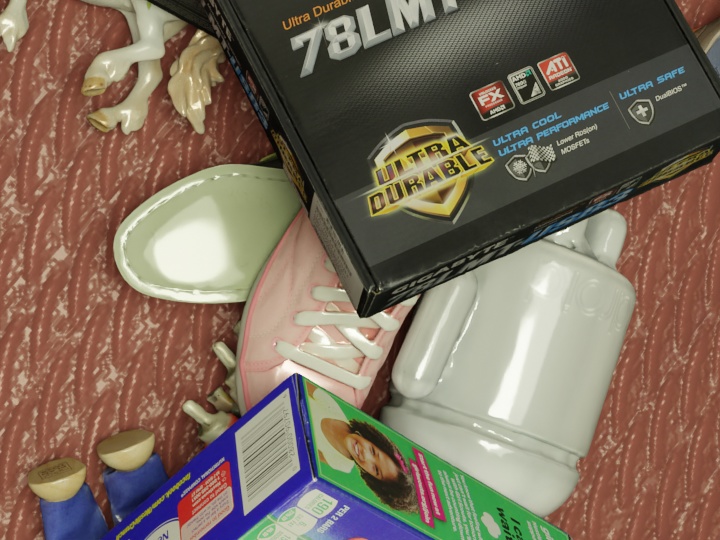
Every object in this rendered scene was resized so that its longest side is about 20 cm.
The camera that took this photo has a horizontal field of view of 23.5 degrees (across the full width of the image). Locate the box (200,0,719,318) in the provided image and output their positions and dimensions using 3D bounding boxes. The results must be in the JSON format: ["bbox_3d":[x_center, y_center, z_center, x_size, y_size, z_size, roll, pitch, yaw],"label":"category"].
[{"bbox_3d":[0.045,-0.107,0.808,0.199,0.050,0.200,-23,78,-14],"label":"box"}]

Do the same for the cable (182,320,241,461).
[{"bbox_3d":[-0.015,0.119,0.927,0.200,0.050,0.097,39,48,-7],"label":"cable"}]

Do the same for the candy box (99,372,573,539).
[{"bbox_3d":[-0.011,0.162,0.852,0.199,0.077,0.169,31,120,-33],"label":"candy box"}]

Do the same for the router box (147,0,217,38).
[{"bbox_3d":[-0.097,-0.221,0.869,0.199,0.052,0.158,26,67,-34],"label":"router box"}]

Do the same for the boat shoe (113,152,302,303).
[{"bbox_3d":[-0.037,-0.028,0.928,0.200,0.061,0.072,-16,93,-14],"label":"boat shoe"}]

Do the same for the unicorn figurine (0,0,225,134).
[{"bbox_3d":[-0.149,-0.164,0.903,0.200,0.074,0.138,35,71,-26],"label":"unicorn figurine"}]

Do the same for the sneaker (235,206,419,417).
[{"bbox_3d":[0.000,0.000,0.853,0.075,0.105,0.201,24,85,-16],"label":"sneaker"}]

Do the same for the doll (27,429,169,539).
[{"bbox_3d":[-0.118,0.192,0.909,0.136,0.048,0.201,-22,101,-23],"label":"doll"}]

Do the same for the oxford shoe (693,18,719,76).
[{"bbox_3d":[0.253,-0.139,0.990,0.199,0.073,0.072,-35,97,-12],"label":"oxford shoe"}]

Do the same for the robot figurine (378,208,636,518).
[{"bbox_3d":[0.077,0.051,0.928,0.169,0.112,0.201,24,82,-46],"label":"robot figurine"}]
